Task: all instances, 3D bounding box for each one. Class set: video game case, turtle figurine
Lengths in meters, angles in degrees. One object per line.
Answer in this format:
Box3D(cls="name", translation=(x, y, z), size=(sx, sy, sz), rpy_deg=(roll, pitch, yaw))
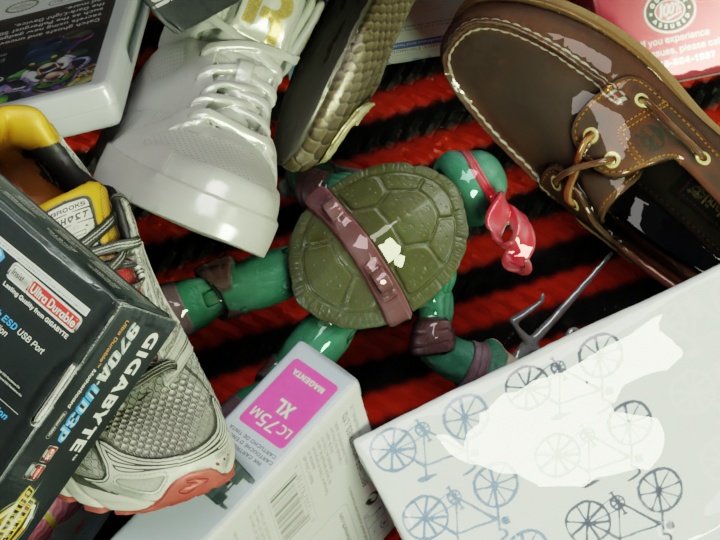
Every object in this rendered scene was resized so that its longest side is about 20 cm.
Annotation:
Box3D(cls="video game case", translation=(-0.191, -0.088, 1.293), size=(0.199, 0.023, 0.182), rpy_deg=(-13, 27, 10))
Box3D(cls="turtle figurine", translation=(0.000, 0.000, 1.263), size=(0.199, 0.101, 0.150), rpy_deg=(-31, 64, -7))

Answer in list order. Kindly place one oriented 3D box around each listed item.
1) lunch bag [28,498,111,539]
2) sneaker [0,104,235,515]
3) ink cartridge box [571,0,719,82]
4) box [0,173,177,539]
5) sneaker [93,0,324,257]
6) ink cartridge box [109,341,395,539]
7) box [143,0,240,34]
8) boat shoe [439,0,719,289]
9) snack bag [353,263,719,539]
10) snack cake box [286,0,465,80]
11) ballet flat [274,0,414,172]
Box3D(cls="lunch bag", translation=(-0.202, 0.075, 1.211), size=(0.169, 0.127, 0.200), rpy_deg=(33, 74, 20))
Box3D(cls="sneaker", translation=(-0.113, 0.015, 1.142), size=(0.078, 0.082, 0.200), rpy_deg=(-21, 52, -24))
Box3D(cls="ink cartridge box", translation=(0.157, -0.191, 1.305), size=(0.147, 0.086, 0.201), rpy_deg=(-12, 98, 0))
Box3D(cls="box", translation=(-0.191, 0.023, 1.116), size=(0.200, 0.046, 0.159), rpy_deg=(38, 97, 24))
Box3D(cls="sneaker", translation=(-0.059, -0.078, 1.228), size=(0.073, 0.200, 0.116), rpy_deg=(25, 97, -19))
Box3D(cls="ink cartridge box", translation=(-0.068, 0.134, 1.177), size=(0.042, 0.120, 0.200), rpy_deg=(31, 68, 27))
Box3D(cls="box", translation=(-0.015, -0.202, 1.243), size=(0.160, 0.044, 0.200), rpy_deg=(-26, 31, 25))
Box3D(cls="boat shoe", translation=(0.117, -0.045, 1.252), size=(0.200, 0.070, 0.070), rpy_deg=(34, 38, -1))
Box3D(cls="snack bag", translation=(0.119, 0.119, 1.181), size=(0.188, 0.021, 0.201), rpy_deg=(-24, 90, -7))
Box3D(cls="snack cake box", translation=(0.004, -0.197, 1.384), size=(0.114, 0.067, 0.201), rpy_deg=(-9, 61, 1))
Box3D(cls="ballet flat", translation=(0.019, -0.126, 1.281), size=(0.046, 0.067, 0.201), rpy_deg=(32, 70, -19))
